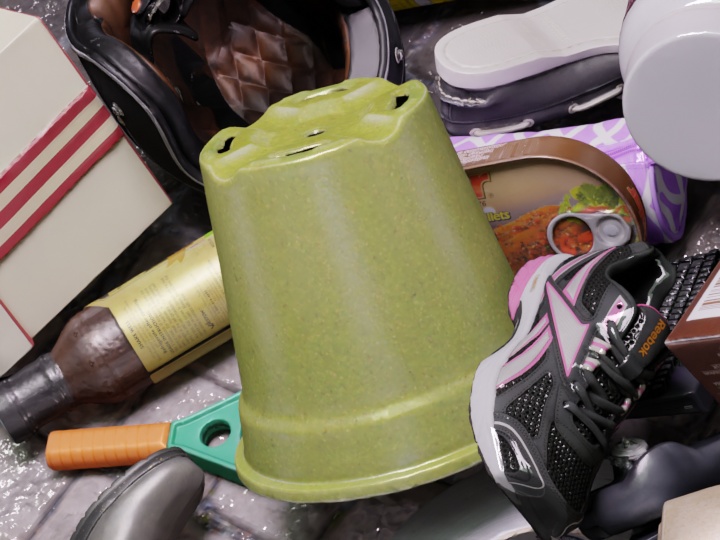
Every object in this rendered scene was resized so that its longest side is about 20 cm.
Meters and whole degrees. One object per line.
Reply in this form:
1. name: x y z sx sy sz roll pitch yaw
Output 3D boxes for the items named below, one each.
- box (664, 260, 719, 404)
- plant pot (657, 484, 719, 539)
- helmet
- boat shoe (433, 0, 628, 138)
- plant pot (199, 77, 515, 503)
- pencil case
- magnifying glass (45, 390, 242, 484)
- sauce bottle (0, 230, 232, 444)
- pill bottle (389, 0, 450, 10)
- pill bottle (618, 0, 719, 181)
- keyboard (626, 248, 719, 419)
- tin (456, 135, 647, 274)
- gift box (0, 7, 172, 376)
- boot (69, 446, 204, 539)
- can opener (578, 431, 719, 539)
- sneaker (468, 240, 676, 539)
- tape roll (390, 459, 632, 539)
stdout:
1. box: 0.260 0.066 1.507 0.075 0.200 0.100 -9 40 56
2. plant pot: 0.223 0.205 1.386 0.177 0.200 0.200 3 53 6
3. helmet: -0.068 -0.135 1.820 0.200 0.191 0.200 -33 34 26
4. boat shoe: 0.139 -0.129 1.811 0.200 0.060 0.074 -18 42 -20
5. plant pot: 0.000 0.000 1.610 0.200 0.184 0.200 -16 17 5
6. pencil case: 0.097 -0.051 1.752 0.200 0.086 0.084 -5 55 18
7. magnifying glass: -0.093 0.100 1.752 0.200 0.022 0.080 -7 51 19
8. sauce bottle: -0.135 0.038 1.790 0.200 0.065 0.065 -30 48 -5
9. pill bottle: 0.082 -0.230 1.891 0.200 0.104 0.104 -8 50 16
10. pill bottle: 0.209 -0.143 1.687 0.114 0.114 0.200 -7 31 17
11. keyboard: 0.194 0.030 1.627 0.127 0.021 0.200 -6 22 19
12. tin: 0.069 -0.017 1.710 0.200 0.112 0.042 -9 30 21
13. gift box: -0.253 -0.052 1.804 0.187 0.185 0.200 -45 26 -16
14. boot: -0.120 0.207 1.655 0.131 0.068 0.200 29 75 32
15. can opener: 0.196 0.101 1.542 0.200 0.079 0.063 -26 10 -32
16. sneaker: 0.116 0.049 1.514 0.086 0.080 0.200 -24 35 30
17. tape roll: 0.100 0.197 1.562 0.200 0.066 0.200 -11 50 13
